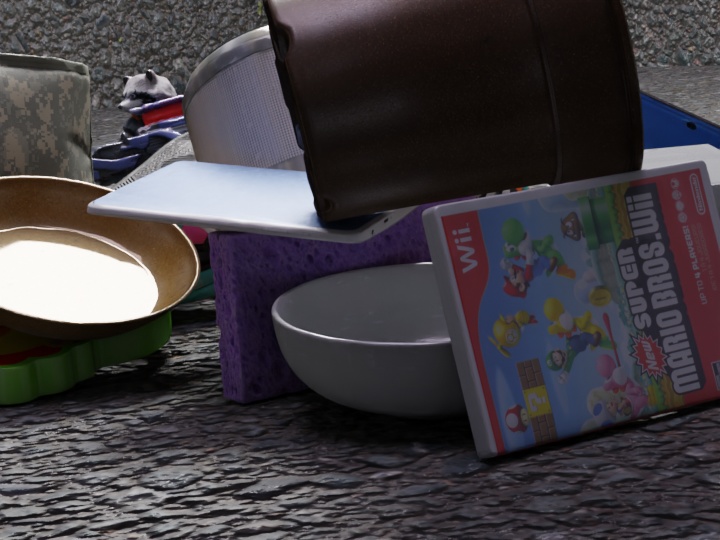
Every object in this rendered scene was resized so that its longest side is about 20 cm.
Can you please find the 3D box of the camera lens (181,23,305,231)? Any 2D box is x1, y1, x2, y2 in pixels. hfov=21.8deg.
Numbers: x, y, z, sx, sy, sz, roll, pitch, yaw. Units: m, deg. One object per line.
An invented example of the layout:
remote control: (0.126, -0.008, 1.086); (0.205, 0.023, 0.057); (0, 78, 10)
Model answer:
camera lens: (-0.038, -0.074, 1.389); (0.159, 0.201, 0.160); (-15, -22, -6)

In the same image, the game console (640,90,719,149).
game console: (0.297, -0.109, 1.550); (0.199, 0.119, 0.171); (26, 38, 11)

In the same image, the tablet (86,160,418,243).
tablet: (-0.066, -0.046, 1.240); (0.199, 0.014, 0.130); (6, 19, 23)

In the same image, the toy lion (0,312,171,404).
toy lion: (-0.234, 0.049, 1.349); (0.199, 0.069, 0.192); (-6, 17, -10)

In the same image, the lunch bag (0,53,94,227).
lunch bag: (-0.292, -0.084, 1.457); (0.117, 0.165, 0.199); (-8, -6, 43)

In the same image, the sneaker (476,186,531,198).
sneaker: (0.096, -0.050, 1.446); (0.200, 0.071, 0.080); (42, 13, 16)

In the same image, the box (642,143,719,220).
box: (0.212, -0.011, 1.259); (0.097, 0.125, 0.200); (-5, 10, -1)

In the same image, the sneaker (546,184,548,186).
sneaker: (0.238, -0.065, 1.635); (0.199, 0.075, 0.081); (-13, 36, -44)

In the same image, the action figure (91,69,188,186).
action figure: (-0.186, -0.074, 1.604); (0.199, 0.195, 0.105); (-9, 10, -19)

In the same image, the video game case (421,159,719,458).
video game case: (0.137, 0.019, 1.086); (0.199, 0.144, 0.017); (-11, -5, -29)

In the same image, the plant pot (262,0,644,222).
plant pot: (0.051, -0.125, 1.155); (0.197, 0.201, 0.200); (-15, 11, -3)

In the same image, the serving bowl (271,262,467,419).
serving bowl: (0.045, 0.048, 1.161); (0.199, 0.066, 0.200); (-3, 14, 1)

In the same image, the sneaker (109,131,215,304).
sneaker: (-0.131, -0.035, 1.524); (0.083, 0.121, 0.200); (13, 40, 41)

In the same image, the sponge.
sponge: (-0.005, 0.014, 1.258); (0.199, 0.112, 0.030); (-11, 10, -32)

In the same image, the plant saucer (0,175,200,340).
plant saucer: (-0.215, -0.004, 1.334); (0.199, 0.036, 0.200); (12, 29, -7)
